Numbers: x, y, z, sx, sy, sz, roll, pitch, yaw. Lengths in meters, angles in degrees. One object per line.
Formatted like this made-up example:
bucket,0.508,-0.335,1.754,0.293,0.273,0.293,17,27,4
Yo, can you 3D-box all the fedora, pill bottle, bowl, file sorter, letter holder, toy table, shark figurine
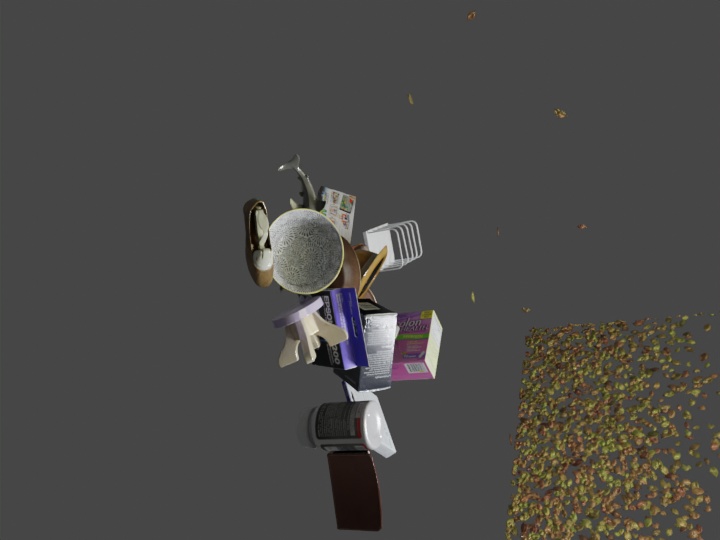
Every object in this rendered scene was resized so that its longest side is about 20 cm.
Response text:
fedora,0.000,0.000,1.783,0.203,0.081,0.201,-57,173,-11
pill bottle,-0.051,0.381,1.582,0.113,0.195,0.117,29,57,-59
bowl,-0.145,-0.042,1.578,0.094,0.195,0.207,162,-78,-73
file sorter,0.110,-0.083,2.138,0.199,0.122,0.143,-26,106,-63
letter holder,0.006,0.571,1.718,0.100,0.139,0.206,-11,93,-64
toy table,-0.132,0.142,1.526,0.120,0.180,0.200,66,16,-5
shark figurine,-0.131,-0.193,1.675,0.127,0.088,0.221,-20,106,-49

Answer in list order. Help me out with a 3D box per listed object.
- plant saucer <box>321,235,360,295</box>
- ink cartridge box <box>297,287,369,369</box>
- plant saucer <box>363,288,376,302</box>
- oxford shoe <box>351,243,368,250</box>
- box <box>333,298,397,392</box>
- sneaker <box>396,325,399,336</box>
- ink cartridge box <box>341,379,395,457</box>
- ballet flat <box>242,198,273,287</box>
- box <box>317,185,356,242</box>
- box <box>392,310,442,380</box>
plant saucer,-0.079,0.008,1.647,0.036,0.198,0.206,-11,93,-43
ink cartridge box,-0.070,0.144,1.613,0.043,0.197,0.204,-16,99,-40
plant saucer,-0.013,0.141,1.873,0.198,0.036,0.206,13,75,-52
oxford shoe,-0.002,-0.021,1.940,0.073,0.071,0.201,69,28,-26
box,0.009,0.191,1.673,0.102,0.147,0.206,-2,104,-29
sneaker,0.045,0.225,1.964,0.087,0.075,0.202,40,47,-16
ink cartridge box,0.007,0.394,1.780,0.200,0.040,0.202,46,16,-41
ballet flat,-0.226,-0.066,1.468,0.066,0.072,0.206,-3,86,-29
box,-0.076,-0.127,1.783,0.107,0.035,0.205,15,62,-16
box,0.160,0.244,2.095,0.098,0.172,0.203,60,34,-39
